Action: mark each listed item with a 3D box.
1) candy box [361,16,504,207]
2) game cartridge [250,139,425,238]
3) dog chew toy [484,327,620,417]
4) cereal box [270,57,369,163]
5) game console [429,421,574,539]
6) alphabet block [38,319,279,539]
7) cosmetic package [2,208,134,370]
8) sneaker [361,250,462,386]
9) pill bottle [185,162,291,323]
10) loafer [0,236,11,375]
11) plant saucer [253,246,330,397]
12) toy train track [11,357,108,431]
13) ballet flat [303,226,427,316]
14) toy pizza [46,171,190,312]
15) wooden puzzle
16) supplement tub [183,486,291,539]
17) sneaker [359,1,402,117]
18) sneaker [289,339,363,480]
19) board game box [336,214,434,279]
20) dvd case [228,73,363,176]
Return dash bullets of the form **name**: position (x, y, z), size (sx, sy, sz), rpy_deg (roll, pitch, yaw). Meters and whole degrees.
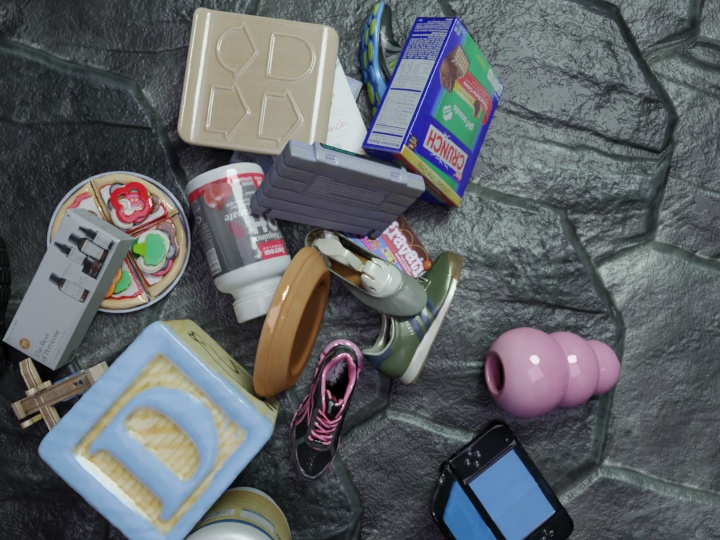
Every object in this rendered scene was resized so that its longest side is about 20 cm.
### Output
- **candy box**: position (0.108, -0.217, 0.828), size (0.077, 0.169, 0.202), rpy_deg (19, 83, 40)
- **game cartridge**: position (-0.028, -0.103, 0.769), size (0.198, 0.130, 0.039), rpy_deg (9, 52, -32)
- **dog chew toy**: position (0.282, 0.143, 0.846), size (0.197, 0.124, 0.126), rpy_deg (-1, 86, -14)
- **cereal box**: position (-0.071, -0.209, 0.849), size (0.142, 0.040, 0.202), rpy_deg (-22, 88, -6)
- **game console**: position (0.204, 0.346, 0.819), size (0.172, 0.119, 0.201), rpy_deg (-35, 91, -7)
- **alphabet block**: position (-0.233, 0.194, 0.741), size (0.195, 0.200, 0.197), rpy_deg (44, 83, -2)
- **cosmetic package**: position (-0.390, 0.024, 0.787), size (0.082, 0.051, 0.201), rpy_deg (29, 97, 0)
- **sneaker**: position (0.069, 0.055, 0.831), size (0.089, 0.067, 0.202), rpy_deg (24, 87, -10)
- **pill bottle**: position (-0.159, -0.035, 0.810), size (0.109, 0.111, 0.202), rpy_deg (-18, 88, -7)
- **loafer**: position (-0.512, 0.050, 0.785), size (0.069, 0.068, 0.203), rpy_deg (3, 89, -15)
- **plant saucer**: position (-0.082, 0.070, 0.764), size (0.037, 0.200, 0.202), rpy_deg (17, 84, 8)
- **toy train track**: position (-0.394, 0.160, 0.754), size (0.198, 0.032, 0.116), rpy_deg (-23, 94, 27)
- **ballet flat**: position (0.000, 0.000, 0.809), size (0.199, 0.064, 0.068), rpy_deg (29, 76, 25)
- **toy pizza**: position (-0.342, -0.042, 0.830), size (0.197, 0.032, 0.203), rpy_deg (0, 86, -7)
- **wooden puzzle**: position (-0.137, -0.251, 0.809), size (0.197, 0.046, 0.188), rpy_deg (7, 86, -6)
- **supplement tub**: position (-0.158, 0.362, 0.735), size (0.143, 0.200, 0.147), rpy_deg (0, 86, -6)
- **sneaker**: position (0.050, -0.296, 0.881), size (0.082, 0.071, 0.202), rpy_deg (-12, 89, -20)
- **sneaker**: position (-0.048, 0.195, 0.814), size (0.078, 0.095, 0.202), rpy_deg (17, 85, -6)
- **board game box**: position (0.044, -0.020, 0.878), size (0.102, 0.019, 0.201), rpy_deg (-34, 90, -9)
- **dvd case**: position (-0.094, -0.217, 0.878), size (0.141, 0.018, 0.202), rpy_deg (22, 83, -5)
